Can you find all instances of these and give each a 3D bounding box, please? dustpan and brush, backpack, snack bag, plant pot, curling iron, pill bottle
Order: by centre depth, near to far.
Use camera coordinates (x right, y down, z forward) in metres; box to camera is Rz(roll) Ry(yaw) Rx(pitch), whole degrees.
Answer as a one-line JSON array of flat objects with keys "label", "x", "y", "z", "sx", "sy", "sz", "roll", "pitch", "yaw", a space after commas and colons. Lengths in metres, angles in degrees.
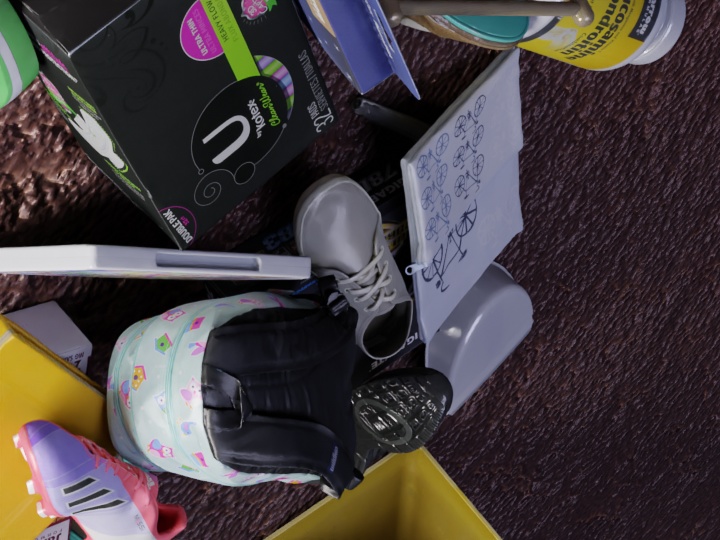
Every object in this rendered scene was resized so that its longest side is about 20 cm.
[{"label": "backpack", "x": -0.089, "y": 0.092, "z": 1.230, "sx": 0.199, "sy": 0.126, "sz": 0.169, "roll": 3, "pitch": 80, "yaw": -58}, {"label": "pill bottle", "x": 0.174, "y": -0.221, "z": 1.322, "sx": 0.199, "sy": 0.112, "sz": 0.113, "roll": 7, "pitch": 118, "yaw": -49}, {"label": "curling iron", "x": 0.053, "y": -0.100, "z": 1.381, "sx": 0.050, "sy": 0.025, "sz": 0.200, "roll": -57, "pitch": 144, "yaw": 2}, {"label": "snack bag", "x": 0.091, "y": -0.059, "z": 1.393, "sx": 0.189, "sy": 0.021, "sz": 0.201, "roll": -48, "pitch": 145, "yaw": -40}, {"label": "dustpan and brush", "x": 0.100, "y": 0.026, "z": 1.537, "sx": 0.140, "sy": 0.057, "sz": 0.201, "roll": -44, "pitch": 152, "yaw": -24}, {"label": "plant pot", "x": 0.033, "y": 0.328, "z": 1.636, "sx": 0.199, "sy": 0.200, "sz": 0.177, "roll": -32, "pitch": 153, "yaw": -20}]

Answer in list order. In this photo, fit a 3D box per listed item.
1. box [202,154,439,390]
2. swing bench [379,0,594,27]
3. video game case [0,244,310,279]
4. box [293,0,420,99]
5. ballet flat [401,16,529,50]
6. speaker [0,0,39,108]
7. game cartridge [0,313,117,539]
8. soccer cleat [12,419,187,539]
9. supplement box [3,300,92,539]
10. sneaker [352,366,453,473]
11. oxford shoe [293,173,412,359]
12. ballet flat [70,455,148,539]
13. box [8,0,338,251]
[{"label": "box", "x": -0.027, "y": 0.029, "z": 1.403, "sx": 0.199, "sy": 0.050, "sz": 0.200, "roll": -32, "pitch": 140, "yaw": -20}, {"label": "swing bench", "x": 0.059, "y": -0.269, "z": 1.094, "sx": 0.198, "sy": 0.200, "sz": 0.130, "roll": -6, "pitch": 138, "yaw": -42}, {"label": "video game case", "x": -0.153, "y": -0.005, "z": 1.172, "sx": 0.199, "sy": 0.142, "sz": 0.018, "roll": 3, "pitch": 87, "yaw": -47}, {"label": "box", "x": -0.036, "y": -0.193, "z": 1.050, "sx": 0.032, "sy": 0.200, "sz": 0.121, "roll": -34, "pitch": 145, "yaw": -4}, {"label": "ballet flat", "x": 0.029, "y": -0.208, "z": 1.198, "sx": 0.199, "sy": 0.072, "sz": 0.069, "roll": 18, "pitch": 72, "yaw": -33}, {"label": "speaker", "x": -0.292, "y": -0.097, "z": 0.977, "sx": 0.199, "sy": 0.088, "sz": 0.089, "roll": -34, "pitch": 142, "yaw": -19}, {"label": "game cartridge", "x": -0.270, "y": 0.141, "z": 1.169, "sx": 0.200, "sy": 0.032, "sz": 0.176, "roll": -44, "pitch": 144, "yaw": -2}, {"label": "soccer cleat", "x": -0.183, "y": 0.151, "z": 1.177, "sx": 0.076, "sy": 0.067, "sz": 0.201, "roll": -23, "pitch": 146, "yaw": -2}, {"label": "supplement box", "x": -0.266, "y": 0.130, "z": 1.236, "sx": 0.108, "sy": 0.061, "sz": 0.201, "roll": -18, "pitch": 135, "yaw": -35}, {"label": "sneaker", "x": 0.025, "y": 0.122, "z": 1.484, "sx": 0.091, "sy": 0.076, "sz": 0.200, "roll": -42, "pitch": -175, "yaw": -38}, {"label": "oxford shoe", "x": 0.000, "y": 0.000, "z": 1.317, "sx": 0.075, "sy": 0.058, "sz": 0.201, "roll": -35, "pitch": 140, "yaw": -13}, {"label": "ballet flat", "x": -0.214, "y": 0.204, "z": 1.359, "sx": 0.070, "sy": 0.067, "sz": 0.201, "roll": -18, "pitch": 139, "yaw": -55}, {"label": "box", "x": -0.126, "y": -0.145, "z": 1.072, "sx": 0.148, "sy": 0.124, "sz": 0.201, "roll": -41, "pitch": 145, "yaw": -12}]
